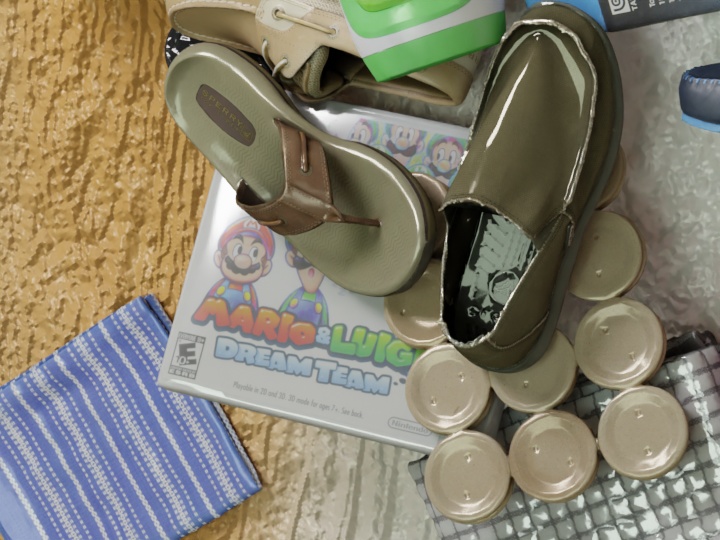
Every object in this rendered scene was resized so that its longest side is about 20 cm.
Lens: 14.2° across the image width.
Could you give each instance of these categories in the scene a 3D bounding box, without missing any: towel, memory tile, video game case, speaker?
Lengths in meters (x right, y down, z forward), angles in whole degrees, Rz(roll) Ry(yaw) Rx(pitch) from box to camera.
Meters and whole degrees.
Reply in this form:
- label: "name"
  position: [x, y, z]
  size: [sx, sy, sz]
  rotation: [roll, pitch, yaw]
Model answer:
- label: "towel"
  position: [-0.167, 0.117, 1.822]
  size: [0.200, 0.024, 0.145]
  rotation: [-32, 87, 34]
- label: "towel"
  position: [0.146, 0.138, 1.601]
  size: [0.200, 0.086, 0.166]
  rotation: [-26, 82, 29]
- label: "memory tile"
  position: [0.089, 0.029, 1.562]
  size: [0.153, 0.017, 0.201]
  rotation: [-17, 75, 18]
- label: "video game case"
  position: [0.000, 0.000, 1.622]
  size: [0.199, 0.024, 0.183]
  rotation: [13, 83, 20]
- label: "speaker"
  position: [0.013, -0.206, 1.532]
  size: [0.088, 0.088, 0.201]
  rotation: [-16, 93, 34]

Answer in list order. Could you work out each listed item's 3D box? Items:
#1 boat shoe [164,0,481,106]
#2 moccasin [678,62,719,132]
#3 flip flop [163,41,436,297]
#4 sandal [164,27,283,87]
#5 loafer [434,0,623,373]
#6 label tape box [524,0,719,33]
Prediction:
- label: "boat shoe"
  position: [-0.027, -0.131, 1.624]
  size: [0.199, 0.071, 0.065]
  rotation: [8, 71, 27]
- label: "moccasin"
  position: [0.260, -0.110, 1.474]
  size: [0.199, 0.080, 0.068]
  rotation: [-4, 110, 18]
- label: "flip flop"
  position: [-0.042, -0.054, 1.589]
  size: [0.200, 0.058, 0.081]
  rotation: [42, 119, 21]
- label: "sandal"
  position: [-0.050, -0.065, 1.690]
  size: [0.075, 0.045, 0.200]
  rotation: [-29, 73, 12]
- label: "loafer"
  position: [0.085, -0.041, 1.512]
  size: [0.075, 0.070, 0.201]
  rotation: [13, 98, 23]
- label: "label tape box"
  position: [0.170, -0.207, 1.493]
  size: [0.200, 0.063, 0.145]
  rotation: [-8, 107, 33]
